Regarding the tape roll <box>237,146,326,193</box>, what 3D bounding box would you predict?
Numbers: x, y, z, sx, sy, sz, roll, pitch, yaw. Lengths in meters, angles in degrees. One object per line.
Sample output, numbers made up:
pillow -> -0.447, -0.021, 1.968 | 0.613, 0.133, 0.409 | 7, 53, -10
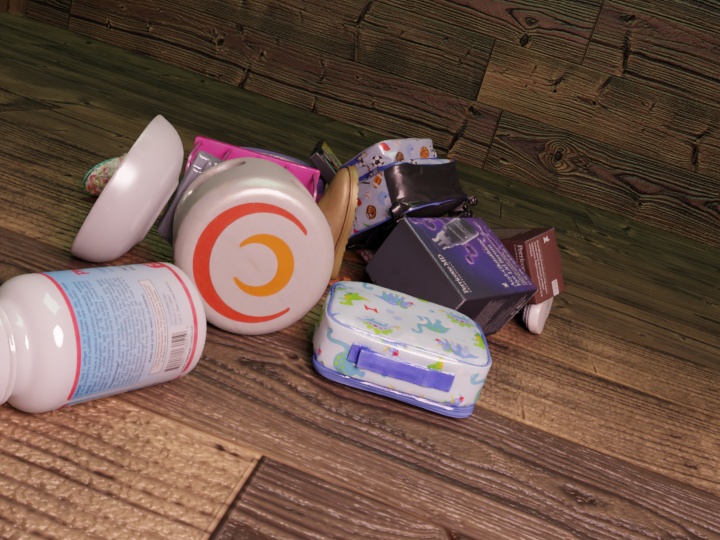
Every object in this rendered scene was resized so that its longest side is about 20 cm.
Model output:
tape roll -> -0.168, -0.169, 1.377 | 0.196, 0.086, 0.200 | 16, 16, -5

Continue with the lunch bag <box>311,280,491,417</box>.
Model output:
lunch bag -> 0.044, 0.086, 0.806 | 0.196, 0.084, 0.161 | 16, 16, -4

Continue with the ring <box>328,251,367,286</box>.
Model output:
ring -> 0.000, 0.000, 1.136 | 0.197, 0.020, 0.201 | 16, 18, -5

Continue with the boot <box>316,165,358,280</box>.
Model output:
boot -> -0.111, -0.072, 0.966 | 0.196, 0.178, 0.066 | 9, 18, -16

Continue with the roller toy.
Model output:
roller toy -> -0.126, -0.032, 0.829 | 0.196, 0.186, 0.140 | 11, 17, -19

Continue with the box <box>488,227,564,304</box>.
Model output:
box -> 0.220, -0.010, 1.120 | 0.074, 0.102, 0.199 | -22, 14, -32

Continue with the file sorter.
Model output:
file sorter -> -0.171, -0.097, 1.060 | 0.196, 0.141, 0.126 | 14, 19, -10

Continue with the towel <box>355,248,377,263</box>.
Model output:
towel -> 0.094, 0.009, 1.127 | 0.144, 0.030, 0.200 | 7, 24, -38

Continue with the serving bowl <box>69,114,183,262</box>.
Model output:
serving bowl -> -0.275, -0.089, 0.872 | 0.065, 0.201, 0.201 | 33, 13, -15

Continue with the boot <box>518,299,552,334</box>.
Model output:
boot -> 0.267, 0.053, 1.172 | 0.089, 0.074, 0.200 | 14, 8, 18

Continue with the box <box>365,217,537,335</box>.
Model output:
box -> 0.130, 0.013, 0.995 | 0.198, 0.105, 0.149 | -5, 52, -49

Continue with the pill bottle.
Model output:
pill bottle -> -0.235, 0.054, 0.588 | 0.108, 0.111, 0.199 | 28, 19, 31

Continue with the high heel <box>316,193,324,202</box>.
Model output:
high heel -> -0.071, -0.099, 1.257 | 0.198, 0.067, 0.097 | 23, 42, -36

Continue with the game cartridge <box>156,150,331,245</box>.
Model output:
game cartridge -> -0.153, -0.051, 0.915 | 0.198, 0.134, 0.042 | 28, 23, -25

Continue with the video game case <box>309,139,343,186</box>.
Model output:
video game case -> -0.028, -0.164, 1.411 | 0.201, 0.025, 0.181 | 52, 12, -14

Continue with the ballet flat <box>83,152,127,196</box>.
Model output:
ballet flat -> -0.369, -0.152, 1.158 | 0.063, 0.076, 0.200 | 35, 23, 4

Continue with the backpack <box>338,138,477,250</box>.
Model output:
backpack -> 0.042, -0.108, 1.069 | 0.198, 0.189, 0.157 | -6, 71, -46
